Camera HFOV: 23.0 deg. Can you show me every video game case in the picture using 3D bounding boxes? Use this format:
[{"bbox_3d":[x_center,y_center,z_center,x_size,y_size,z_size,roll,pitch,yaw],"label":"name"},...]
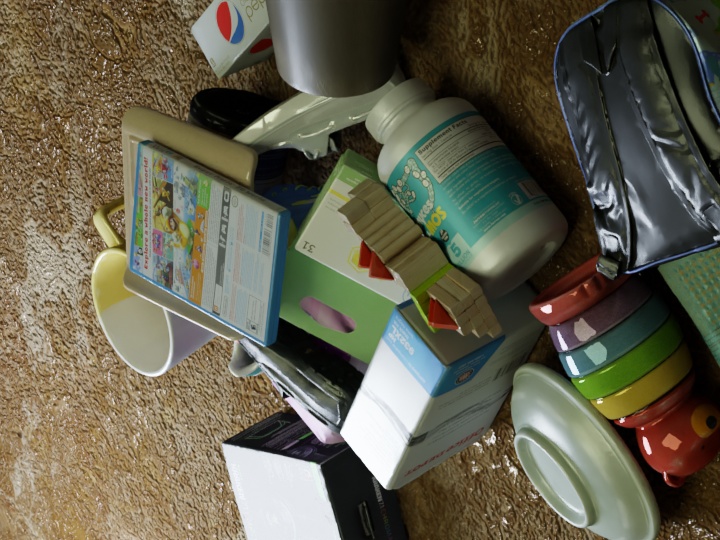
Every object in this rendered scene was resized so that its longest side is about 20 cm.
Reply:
[{"bbox_3d":[-0.152,-0.029,1.742,0.199,0.018,0.144,27,122,33],"label":"video game case"}]

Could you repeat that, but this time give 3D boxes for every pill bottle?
[{"bbox_3d":[-0.142,-0.080,1.859,0.111,0.111,0.202,32,118,36],"label":"pill bottle"},{"bbox_3d":[0.090,-0.079,1.609,0.201,0.110,0.111,52,142,17],"label":"pill bottle"}]

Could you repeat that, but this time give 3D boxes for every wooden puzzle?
[{"bbox_3d":[-0.171,-0.050,1.790,0.184,0.037,0.202,23,119,35],"label":"wooden puzzle"}]

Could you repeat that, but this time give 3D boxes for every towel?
[{"bbox_3d":[0.343,0.013,1.420,0.200,0.022,0.147,-37,82,49],"label":"towel"}]

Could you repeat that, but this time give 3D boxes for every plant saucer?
[{"bbox_3d":[0.193,0.180,1.628,0.200,0.050,0.201,49,163,21],"label":"plant saucer"}]

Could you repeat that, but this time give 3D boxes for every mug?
[{"bbox_3d":[-0.203,0.004,1.986,0.149,0.152,0.188,5,114,50],"label":"mug"}]

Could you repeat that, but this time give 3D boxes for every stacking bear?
[{"bbox_3d":[0.242,0.087,1.527,0.201,0.121,0.113,57,142,-3],"label":"stacking bear"}]

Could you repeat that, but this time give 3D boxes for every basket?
[{"bbox_3d":[-0.019,-0.270,1.585,0.136,0.179,0.201,43,145,40],"label":"basket"}]

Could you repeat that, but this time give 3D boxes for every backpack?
[{"bbox_3d":[0.249,-0.119,1.356,0.182,0.146,0.202,-21,91,55],"label":"backpack"}]

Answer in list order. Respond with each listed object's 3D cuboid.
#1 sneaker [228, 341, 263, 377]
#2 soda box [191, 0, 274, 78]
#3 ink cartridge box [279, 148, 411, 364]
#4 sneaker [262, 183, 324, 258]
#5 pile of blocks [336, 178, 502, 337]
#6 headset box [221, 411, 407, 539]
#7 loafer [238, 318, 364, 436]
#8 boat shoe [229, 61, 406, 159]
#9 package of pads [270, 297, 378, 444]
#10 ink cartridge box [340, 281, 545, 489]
[{"bbox_3d":[-0.101,0.039,1.930,0.070,0.093,0.201,40,138,29],"label":"sneaker"},{"bbox_3d":[-0.092,-0.270,1.756,0.064,0.068,0.200,59,144,6],"label":"soda box"},{"bbox_3d":[0.000,0.000,1.713,0.145,0.048,0.201,28,116,-9],"label":"ink cartridge box"},{"bbox_3d":[-0.046,-0.063,1.776,0.199,0.076,0.106,-37,63,18],"label":"sneaker"},{"bbox_3d":[0.042,0.002,1.594,0.200,0.062,0.082,48,169,32],"label":"pile of blocks"},{"bbox_3d":[-0.044,0.265,1.994,0.199,0.092,0.176,5,115,49],"label":"headset box"},{"bbox_3d":[-0.072,0.099,1.822,0.200,0.068,0.071,36,125,31],"label":"loafer"},{"bbox_3d":[-0.039,-0.145,1.723,0.199,0.072,0.069,-27,98,18],"label":"boat shoe"},{"bbox_3d":[-0.024,0.075,1.870,0.121,0.075,0.201,47,140,30],"label":"package of pads"},{"bbox_3d":[0.079,0.099,1.698,0.084,0.144,0.201,47,141,22],"label":"ink cartridge box"}]
